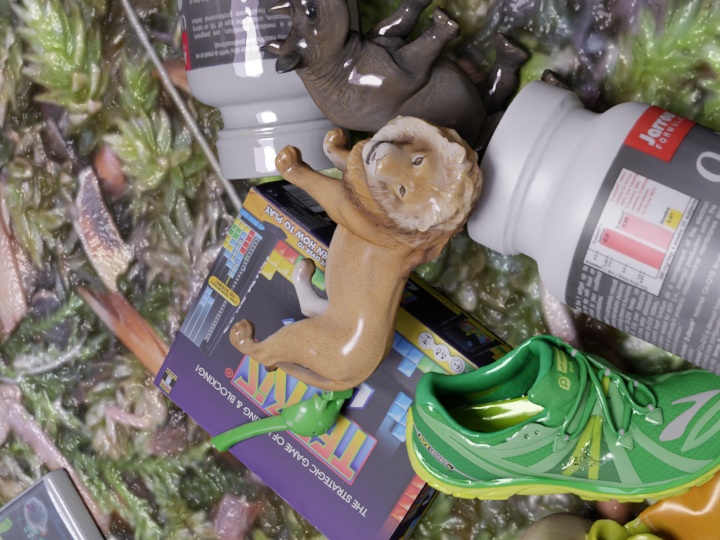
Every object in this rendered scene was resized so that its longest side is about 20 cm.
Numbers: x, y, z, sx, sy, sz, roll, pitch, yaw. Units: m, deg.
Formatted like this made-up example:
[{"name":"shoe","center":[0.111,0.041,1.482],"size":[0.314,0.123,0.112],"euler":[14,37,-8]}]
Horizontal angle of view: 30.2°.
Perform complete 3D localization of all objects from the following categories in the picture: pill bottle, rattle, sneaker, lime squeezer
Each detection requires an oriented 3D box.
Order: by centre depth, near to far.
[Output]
[{"name":"pill bottle","center":[0.164,-0.019,0.697],"size":[0.199,0.116,0.117],"euler":[25,111,18]},{"name":"rattle","center":[0.142,0.178,0.702],"size":[0.142,0.199,0.131],"euler":[-23,75,33]},{"name":"sneaker","center":[0.122,0.080,0.736],"size":[0.198,0.074,0.084],"euler":[-7,131,5]},{"name":"pill bottle","center":[-0.055,-0.160,0.802],"size":[0.110,0.111,0.202],"euler":[-2,98,29]},{"name":"lime squeezer","center":[-0.027,0.055,0.816],"size":[0.201,0.038,0.071],"euler":[-61,38,25]}]

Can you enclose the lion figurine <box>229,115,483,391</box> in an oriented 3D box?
[{"name":"lion figurine","center":[0.000,0.000,0.727],"size":[0.122,0.072,0.201],"euler":[34,127,34]}]

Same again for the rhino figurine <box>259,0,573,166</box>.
[{"name":"rhino figurine","center":[0.019,-0.114,0.746],"size":[0.088,0.199,0.060],"euler":[-56,31,19]}]

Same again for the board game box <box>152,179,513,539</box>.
[{"name":"board game box","center":[-0.020,0.065,0.859],"size":[0.200,0.057,0.166],"euler":[37,114,18]}]

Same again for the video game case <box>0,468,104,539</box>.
[{"name":"video game case","center":[-0.244,0.282,1.046],"size":[0.181,0.023,0.201],"euler":[-36,82,29]}]
